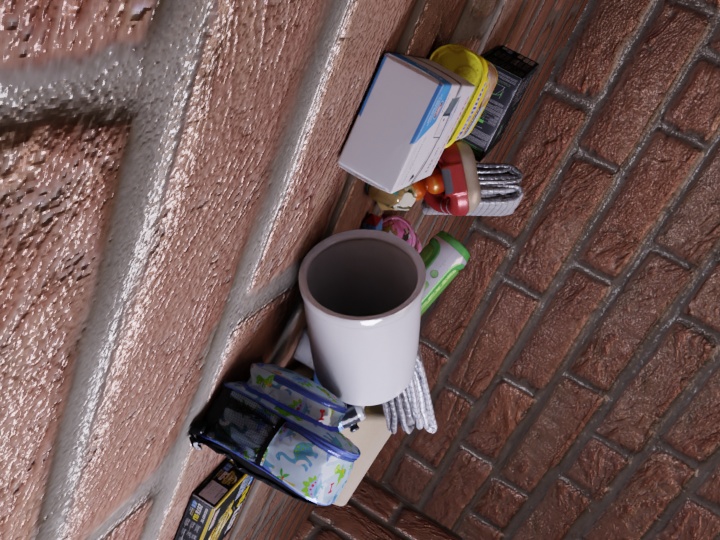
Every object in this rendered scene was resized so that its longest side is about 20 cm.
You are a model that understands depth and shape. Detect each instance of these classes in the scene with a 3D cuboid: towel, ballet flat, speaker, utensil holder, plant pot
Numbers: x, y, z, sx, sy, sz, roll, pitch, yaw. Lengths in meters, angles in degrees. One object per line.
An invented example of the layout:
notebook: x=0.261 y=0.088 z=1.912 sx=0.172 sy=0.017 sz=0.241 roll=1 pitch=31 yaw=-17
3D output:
towel: x=0.225 y=-0.165 z=1.434 sx=0.166 sy=0.199 sz=0.086 roll=50 pitch=41 yaw=-83
towel: x=0.067 y=0.165 z=1.210 sx=0.166 sy=0.085 sz=0.201 roll=-95 pitch=172 yaw=-58
ballet flat: x=0.059 y=-0.120 z=1.131 sx=0.069 sy=0.063 sz=0.200 roll=-61 pitch=170 yaw=11
speaker: x=0.114 y=0.024 z=1.308 sx=0.200 sy=0.088 sz=0.088 roll=-49 pitch=169 yaw=-3
utensil holder: x=0.005 y=0.072 z=0.992 sx=0.170 sy=0.169 sz=0.201 roll=-51 pitch=152 yaw=-38
plant pot: x=-0.081 y=0.280 z=1.239 sx=0.200 sy=0.200 sz=0.177 roll=-56 pitch=156 yaw=-2

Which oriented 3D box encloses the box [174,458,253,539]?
box: x=-0.246 y=0.407 z=1.172 sx=0.201 sy=0.049 sz=0.160 roll=-65 pitch=170 yaw=26

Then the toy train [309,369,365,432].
toy train: x=-0.083 y=0.221 z=1.090 sx=0.199 sy=0.115 sz=0.087 roll=-24 pitch=169 yaw=-3

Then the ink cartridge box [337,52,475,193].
ink cartridge box: x=0.065 y=-0.194 z=0.907 sx=0.147 sy=0.086 sz=0.200 roll=-64 pitch=167 yaw=22

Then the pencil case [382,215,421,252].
pencil case: x=0.075 y=-0.049 z=1.349 sx=0.087 sy=0.083 sz=0.200 roll=-51 pitch=170 yaw=2

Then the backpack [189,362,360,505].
backpack: x=-0.096 y=0.219 z=0.951 sx=0.147 sy=0.199 sz=0.183 roll=-58 pitch=169 yaw=-6

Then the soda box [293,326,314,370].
soda box: x=-0.041 y=0.101 z=1.263 sx=0.200 sy=0.063 sz=0.068 roll=-43 pitch=160 yaw=-55

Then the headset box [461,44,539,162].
headset box: x=0.265 y=-0.337 z=1.429 sx=0.174 sy=0.092 sz=0.201 roll=-46 pitch=163 yaw=-54

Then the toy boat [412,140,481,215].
toy boat: x=0.130 y=-0.158 z=1.248 sx=0.200 sy=0.130 sz=0.131 roll=-127 pitch=-156 yaw=-82

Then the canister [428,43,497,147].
canister: x=0.145 y=-0.268 z=1.082 sx=0.149 sy=0.086 sz=0.200 roll=-64 pitch=170 yaw=20

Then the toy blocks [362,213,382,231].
toy blocks: x=0.000 y=0.000 z=1.152 sx=0.200 sy=0.100 sz=0.137 roll=-53 pitch=156 yaw=-37
